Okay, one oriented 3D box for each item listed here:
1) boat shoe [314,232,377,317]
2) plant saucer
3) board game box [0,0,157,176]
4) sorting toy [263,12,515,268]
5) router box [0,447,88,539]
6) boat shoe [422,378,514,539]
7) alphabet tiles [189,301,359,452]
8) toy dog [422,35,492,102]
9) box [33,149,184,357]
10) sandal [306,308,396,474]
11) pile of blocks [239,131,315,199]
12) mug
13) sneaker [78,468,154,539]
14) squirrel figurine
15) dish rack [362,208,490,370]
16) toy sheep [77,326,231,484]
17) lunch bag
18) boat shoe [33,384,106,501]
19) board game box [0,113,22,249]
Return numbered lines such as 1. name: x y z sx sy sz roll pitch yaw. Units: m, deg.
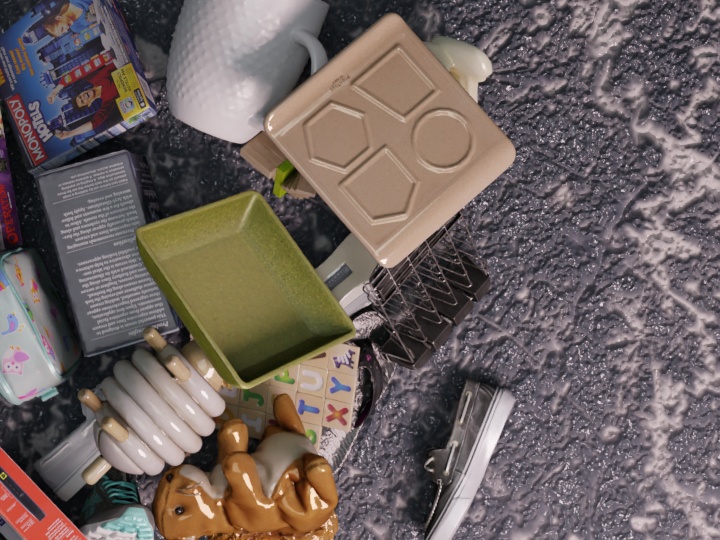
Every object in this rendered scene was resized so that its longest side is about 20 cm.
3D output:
1. boat shoe: 0.000 0.001 1.721 0.200 0.071 0.070 -37 75 6
2. plant saucer: -0.127 0.026 1.615 0.200 0.200 0.048 54 128 10
3. board game box: -0.338 -0.201 1.681 0.199 0.062 0.201 -27 67 7
4. sorting toy: 0.029 -0.132 1.564 0.185 0.036 0.200 -41 89 -8
5. router box: -0.364 0.279 1.658 0.180 0.200 0.049 47 64 -2
6. boat shoe: 0.106 0.217 1.738 0.071 0.072 0.201 23 81 7
7. alphabet tiles: -0.100 0.111 1.713 0.199 0.006 0.167 12 108 15
8. toy dog: 0.025 -0.159 1.651 0.193 0.140 0.200 32 58 16
9. box: -0.265 -0.020 1.673 0.107 0.148 0.201 -15 93 0
10. sandal: -0.009 0.143 1.727 0.075 0.048 0.201 20 96 -15
11. pile of blocks: -0.038 -0.094 1.714 0.199 0.062 0.082 18 55 3
12. mug: -0.115 -0.224 1.655 0.200 0.147 0.176 31 103 32
13. sneaker: -0.268 0.257 1.668 0.077 0.200 0.092 13 72 -21
14. squirrel figurine: -0.126 0.258 1.664 0.186 0.142 0.201 -22 133 -11
15. dish rack: 0.065 0.007 1.650 0.054 0.200 0.154 30 71 34
16. toy sheep: -0.216 0.144 1.599 0.200 0.138 0.138 -41 93 -3
17. lunch bag: -0.364 0.060 1.648 0.077 0.200 0.161 -22 94 1
18. boat shoe: -0.286 0.166 1.725 0.068 0.072 0.200 42 100 -3
19. board game box: -0.425 -0.127 1.669 0.032 0.120 0.201 -19 109 -40
